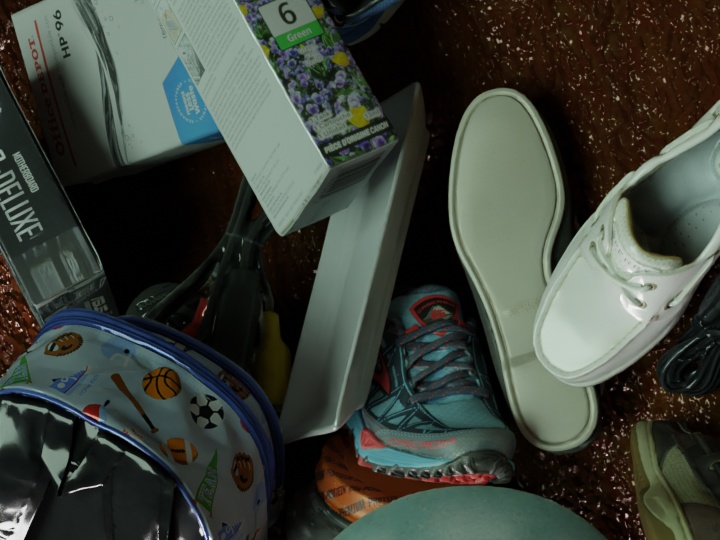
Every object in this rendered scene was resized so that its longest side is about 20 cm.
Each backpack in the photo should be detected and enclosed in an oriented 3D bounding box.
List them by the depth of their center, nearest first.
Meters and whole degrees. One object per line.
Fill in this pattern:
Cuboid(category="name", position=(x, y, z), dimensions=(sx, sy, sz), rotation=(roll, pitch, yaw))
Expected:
Cuboid(category="backpack", position=(-0.127, 0.114, 1.477), dimensions=(0.200, 0.154, 0.191), rotation=(22, 145, 11))

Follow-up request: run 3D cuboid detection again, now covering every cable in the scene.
Cuboid(category="cable", position=(-0.071, 0.001, 1.564), dimensions=(0.097, 0.050, 0.200), rotation=(10, 78, 14))

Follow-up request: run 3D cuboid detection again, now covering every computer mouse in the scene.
Cuboid(category="computer mouse", position=(0.239, 0.079, 1.355), dimensions=(0.200, 0.044, 0.110), rotation=(50, 125, 30))

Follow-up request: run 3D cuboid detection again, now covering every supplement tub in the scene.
Cuboid(category="supplement tub", position=(0.005, 0.199, 1.549), dimensions=(0.123, 0.122, 0.200), rotation=(30, 119, 35))

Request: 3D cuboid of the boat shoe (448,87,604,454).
Cuboid(category="boat shoe", position=(0.091, 0.002, 1.465), dimensions=(0.067, 0.057, 0.200), rotation=(-12, 88, 10))

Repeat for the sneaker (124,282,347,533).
Cuboid(category="sneaker", position=(-0.059, 0.083, 1.620), dimensions=(0.076, 0.091, 0.200), rotation=(-38, 92, 4))

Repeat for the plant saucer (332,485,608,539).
Cuboid(category="plant saucer", position=(0.059, 0.213, 1.469), dimensions=(0.201, 0.039, 0.201), rotation=(-1, 115, -1))

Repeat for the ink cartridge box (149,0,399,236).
Cuboid(category="ink cartridge box", position=(-0.059, -0.129, 1.482), dimensions=(0.200, 0.050, 0.109), rotation=(61, 157, 10))

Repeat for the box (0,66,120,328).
Cuboid(category="box", position=(-0.204, -0.031, 1.662), dimensions=(0.158, 0.050, 0.200), rotation=(61, 173, 14))

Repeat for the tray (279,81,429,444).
Cuboid(category="tray", position=(0.000, 0.000, 1.501), dimensions=(0.107, 0.022, 0.200), rotation=(158, 128, -68))

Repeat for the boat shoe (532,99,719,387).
Cuboid(category="boat shoe", position=(0.146, -0.017, 1.370), dimensions=(0.071, 0.069, 0.200), rotation=(43, 115, 13))

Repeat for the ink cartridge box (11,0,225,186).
Cuboid(category="ink cartridge box", position=(-0.140, -0.121, 1.645), dimensions=(0.200, 0.068, 0.116), rotation=(-16, 89, 45))

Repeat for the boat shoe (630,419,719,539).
Cuboid(category="boat shoe", position=(0.173, 0.120, 1.353), dimensions=(0.065, 0.200, 0.073), rotation=(-12, 104, 5))

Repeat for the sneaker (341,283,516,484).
Cuboid(category="sneaker", position=(0.030, 0.056, 1.481), dimensions=(0.200, 0.079, 0.096), rotation=(-144, 61, -65))

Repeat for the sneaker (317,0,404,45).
Cuboid(category="sneaker", position=(-0.010, -0.171, 1.494), dimensions=(0.200, 0.089, 0.079), rotation=(-22, 84, 46))
